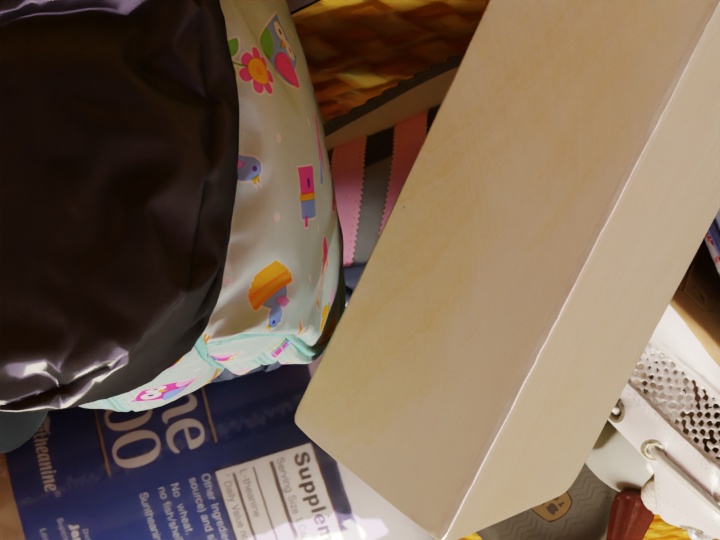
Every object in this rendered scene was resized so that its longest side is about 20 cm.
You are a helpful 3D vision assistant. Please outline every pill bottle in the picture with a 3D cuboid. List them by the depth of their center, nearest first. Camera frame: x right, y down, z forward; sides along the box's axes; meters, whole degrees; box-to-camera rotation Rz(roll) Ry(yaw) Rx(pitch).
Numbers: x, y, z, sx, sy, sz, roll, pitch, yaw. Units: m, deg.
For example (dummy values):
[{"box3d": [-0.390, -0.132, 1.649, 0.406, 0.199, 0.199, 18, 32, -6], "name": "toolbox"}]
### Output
[{"box3d": [-0.039, 0.068, 0.988, 0.200, 0.111, 0.111, -17, 161, 2], "name": "pill bottle"}]

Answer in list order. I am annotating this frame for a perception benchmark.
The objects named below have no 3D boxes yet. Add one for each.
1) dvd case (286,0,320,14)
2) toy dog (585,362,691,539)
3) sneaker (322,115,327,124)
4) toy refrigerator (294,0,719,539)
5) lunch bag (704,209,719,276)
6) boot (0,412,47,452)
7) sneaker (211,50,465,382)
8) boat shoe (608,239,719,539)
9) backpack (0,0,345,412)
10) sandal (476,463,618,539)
[{"box3d": [-0.105, -0.100, 0.829, 0.200, 0.018, 0.143, 14, 156, -42], "name": "dvd case"}, {"box3d": [0.146, 0.051, 0.988, 0.132, 0.097, 0.200, 22, 148, -28], "name": "toy dog"}, {"box3d": [-0.114, -0.014, 0.985, 0.200, 0.073, 0.112, -29, 162, 34], "name": "sneaker"}, {"box3d": [0.058, -0.026, 0.809, 0.076, 0.070, 0.200, -16, 137, -54], "name": "toy refrigerator"}, {"box3d": [0.187, -0.019, 0.832, 0.160, 0.200, 0.075, -35, 153, 30], "name": "lunch bag"}, {"box3d": [-0.210, 0.006, 0.899, 0.200, 0.077, 0.168, 13, 167, 15], "name": "boot"}, {"box3d": [0.000, 0.000, 0.918, 0.200, 0.082, 0.070, -32, 153, -12], "name": "sneaker"}, {"box3d": [0.119, 0.054, 0.894, 0.069, 0.200, 0.071, -42, -178, 30], "name": "boat shoe"}, {"box3d": [-0.071, -0.025, 0.793, 0.126, 0.167, 0.200, 0, 173, 5], "name": "backpack"}, {"box3d": [0.023, 0.043, 1.064, 0.082, 0.200, 0.055, -41, -176, 10], "name": "sandal"}]
